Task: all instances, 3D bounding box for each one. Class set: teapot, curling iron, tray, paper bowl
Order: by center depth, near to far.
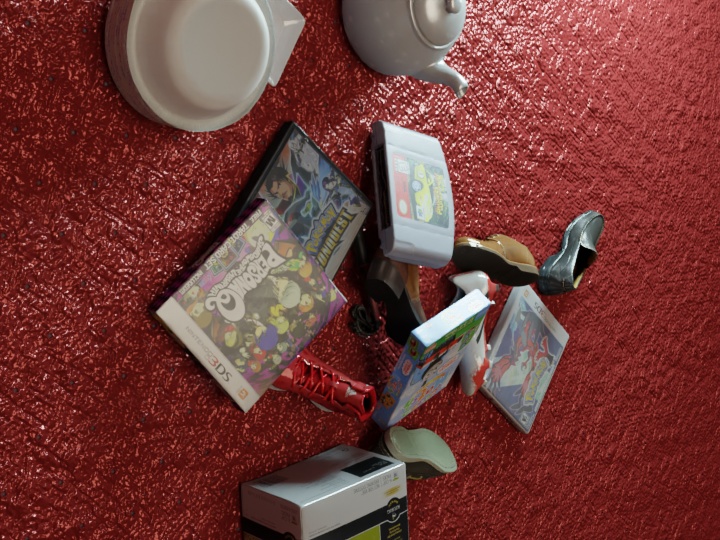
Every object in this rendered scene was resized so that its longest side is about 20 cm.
[{"bbox_3d":[-0.185,-0.262,1.211,0.198,0.104,0.205,-15,114,-36],"label":"paper bowl"},{"bbox_3d":[-0.155,-0.329,1.309,0.199,0.022,0.109,38,68,-41],"label":"tray"},{"bbox_3d":[0.078,-0.370,1.454,0.199,0.145,0.201,29,74,-42],"label":"teapot"},{"bbox_3d":[0.000,0.000,1.503,0.049,0.025,0.204,-18,107,-46],"label":"curling iron"}]

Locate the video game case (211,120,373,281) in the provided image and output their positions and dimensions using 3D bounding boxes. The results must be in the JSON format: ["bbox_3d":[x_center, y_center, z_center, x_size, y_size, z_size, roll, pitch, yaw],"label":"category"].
[{"bbox_3d":[-0.085,-0.062,1.399,0.181,0.025,0.202,43,65,-33],"label":"video game case"}]

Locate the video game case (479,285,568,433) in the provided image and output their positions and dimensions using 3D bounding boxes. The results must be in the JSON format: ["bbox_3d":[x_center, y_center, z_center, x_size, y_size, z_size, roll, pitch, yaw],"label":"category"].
[{"bbox_3d":[0.279,0.150,1.807,0.182,0.023,0.202,45,64,-39],"label":"video game case"}]

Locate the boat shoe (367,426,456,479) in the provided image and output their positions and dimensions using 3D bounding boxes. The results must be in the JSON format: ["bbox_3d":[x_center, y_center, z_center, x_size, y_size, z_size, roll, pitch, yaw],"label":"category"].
[{"bbox_3d":[0.078,0.282,1.596,0.200,0.060,0.072,26,32,-52],"label":"boat shoe"}]

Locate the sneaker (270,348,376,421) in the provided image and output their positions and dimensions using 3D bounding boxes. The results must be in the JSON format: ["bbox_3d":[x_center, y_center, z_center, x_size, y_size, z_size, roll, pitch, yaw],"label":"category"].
[{"bbox_3d":[-0.050,0.143,1.406,0.199,0.114,0.080,28,76,-43],"label":"sneaker"}]

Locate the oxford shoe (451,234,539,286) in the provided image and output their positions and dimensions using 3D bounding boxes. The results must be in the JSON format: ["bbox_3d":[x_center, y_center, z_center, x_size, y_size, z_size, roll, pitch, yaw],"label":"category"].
[{"bbox_3d":[0.211,-0.028,1.700,0.198,0.071,0.072,17,55,-45],"label":"oxford shoe"}]

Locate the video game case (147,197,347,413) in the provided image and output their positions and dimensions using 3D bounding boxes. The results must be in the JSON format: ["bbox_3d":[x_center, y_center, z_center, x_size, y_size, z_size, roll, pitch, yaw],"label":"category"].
[{"bbox_3d":[-0.137,0.043,1.318,0.200,0.036,0.182,-46,115,-17],"label":"video game case"}]

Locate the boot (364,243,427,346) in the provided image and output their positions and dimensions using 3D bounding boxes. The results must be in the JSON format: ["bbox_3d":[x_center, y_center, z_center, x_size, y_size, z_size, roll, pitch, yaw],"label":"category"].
[{"bbox_3d":[0.078,-0.007,1.568,0.189,0.068,0.202,52,44,-35],"label":"boot"}]

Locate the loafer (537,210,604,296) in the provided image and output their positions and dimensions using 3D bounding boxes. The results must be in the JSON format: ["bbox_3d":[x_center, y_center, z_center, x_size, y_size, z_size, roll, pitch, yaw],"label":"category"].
[{"bbox_3d":[0.392,-0.029,1.864,0.201,0.072,0.073,-54,127,-27],"label":"loafer"}]

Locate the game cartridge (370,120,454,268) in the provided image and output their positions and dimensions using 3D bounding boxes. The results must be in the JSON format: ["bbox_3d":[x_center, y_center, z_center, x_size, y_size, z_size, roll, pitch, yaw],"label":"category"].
[{"bbox_3d":[0.077,-0.108,1.511,0.132,0.041,0.204,12,66,-44],"label":"game cartridge"}]

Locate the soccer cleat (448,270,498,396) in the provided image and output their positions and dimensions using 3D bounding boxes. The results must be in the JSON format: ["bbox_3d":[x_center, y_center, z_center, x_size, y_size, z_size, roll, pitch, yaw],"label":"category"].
[{"bbox_3d":[0.165,0.099,1.661,0.084,0.069,0.204,1,103,-21],"label":"soccer cleat"}]

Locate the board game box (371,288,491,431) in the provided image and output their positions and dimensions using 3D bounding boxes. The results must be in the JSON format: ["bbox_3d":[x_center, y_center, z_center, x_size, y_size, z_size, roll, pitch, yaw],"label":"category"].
[{"bbox_3d":[0.102,0.132,1.537,0.150,0.037,0.202,-30,154,-39],"label":"board game box"}]

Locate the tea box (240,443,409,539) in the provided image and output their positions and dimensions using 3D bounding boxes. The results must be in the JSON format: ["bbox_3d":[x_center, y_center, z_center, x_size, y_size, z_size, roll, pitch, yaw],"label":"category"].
[{"bbox_3d":[-0.044,0.368,1.428,0.198,0.132,0.201,-11,102,-43],"label":"tea box"}]
